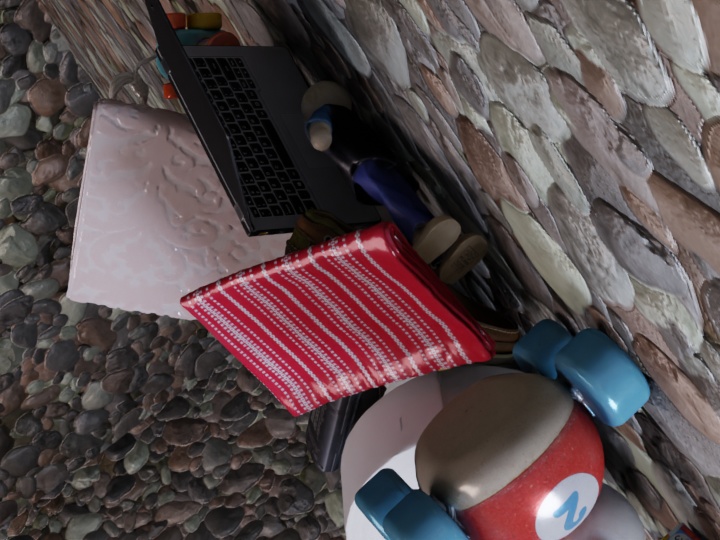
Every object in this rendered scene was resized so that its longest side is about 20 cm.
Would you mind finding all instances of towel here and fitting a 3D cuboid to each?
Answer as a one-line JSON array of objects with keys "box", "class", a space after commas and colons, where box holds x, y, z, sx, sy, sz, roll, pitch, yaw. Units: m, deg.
[{"box": [-0.016, 0.040, 1.179, 0.145, 0.199, 0.023, 47, -139, -30], "class": "towel"}, {"box": [-0.134, -0.042, 1.352, 0.032, 0.198, 0.192, -94, 17, -55], "class": "towel"}]

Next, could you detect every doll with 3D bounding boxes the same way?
[{"box": [0.014, -0.071, 1.208, 0.136, 0.049, 0.200, 29, -163, -52], "class": "doll"}]

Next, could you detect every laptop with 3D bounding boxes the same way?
[{"box": [-0.076, -0.134, 1.220, 0.116, 0.199, 0.188, -53, 55, 41], "class": "laptop"}]

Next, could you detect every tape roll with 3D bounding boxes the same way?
[{"box": [0.084, 0.170, 1.247, 0.071, 0.201, 0.203, -95, -21, -52], "class": "tape roll"}]

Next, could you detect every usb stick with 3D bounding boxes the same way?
[{"box": [-0.023, 0.121, 1.460, 0.201, 0.032, 0.056, 104, 147, -59], "class": "usb stick"}]

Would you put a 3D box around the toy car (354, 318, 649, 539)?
[{"box": [0.133, 0.168, 1.075, 0.200, 0.184, 0.177, 49, 172, -9], "class": "toy car"}]

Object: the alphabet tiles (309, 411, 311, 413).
[{"box": [-0.030, 0.079, 1.611, 0.199, 0.168, 0.008, 33, 132, -10], "class": "alphabet tiles"}]

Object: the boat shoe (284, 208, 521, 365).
[{"box": [0.037, 0.013, 1.217, 0.198, 0.069, 0.072, 18, -168, -17], "class": "boat shoe"}]

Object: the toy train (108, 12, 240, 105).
[{"box": [-0.108, -0.124, 1.361, 0.055, 0.151, 0.200, 3, 148, 48], "class": "toy train"}]

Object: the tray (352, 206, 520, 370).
[{"box": [0.068, 0.028, 1.314, 0.201, 0.022, 0.107, 54, -161, 0], "class": "tray"}]

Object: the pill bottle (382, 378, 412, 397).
[{"box": [0.088, 0.127, 1.394, 0.201, 0.112, 0.113, 52, 172, 16], "class": "pill bottle"}]

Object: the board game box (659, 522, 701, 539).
[{"box": [0.253, 0.282, 1.109, 0.105, 0.103, 0.200, 59, 171, -32], "class": "board game box"}]

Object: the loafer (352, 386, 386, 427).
[{"box": [0.018, 0.144, 1.532, 0.201, 0.072, 0.073, -111, 29, -42], "class": "loafer"}]
